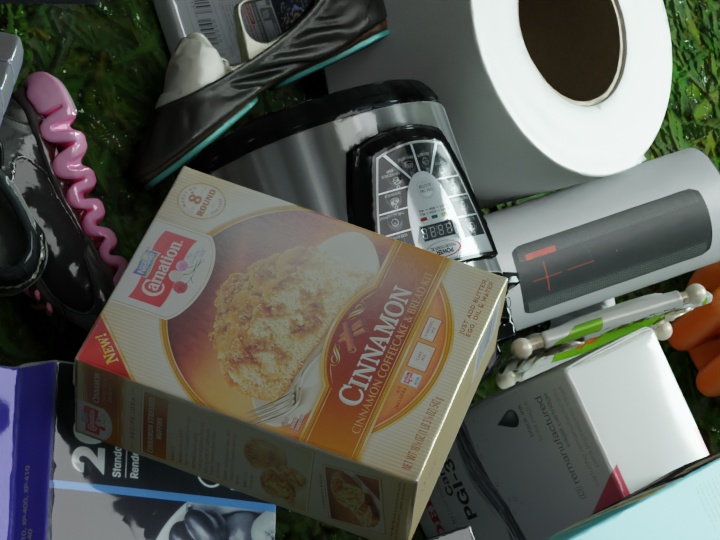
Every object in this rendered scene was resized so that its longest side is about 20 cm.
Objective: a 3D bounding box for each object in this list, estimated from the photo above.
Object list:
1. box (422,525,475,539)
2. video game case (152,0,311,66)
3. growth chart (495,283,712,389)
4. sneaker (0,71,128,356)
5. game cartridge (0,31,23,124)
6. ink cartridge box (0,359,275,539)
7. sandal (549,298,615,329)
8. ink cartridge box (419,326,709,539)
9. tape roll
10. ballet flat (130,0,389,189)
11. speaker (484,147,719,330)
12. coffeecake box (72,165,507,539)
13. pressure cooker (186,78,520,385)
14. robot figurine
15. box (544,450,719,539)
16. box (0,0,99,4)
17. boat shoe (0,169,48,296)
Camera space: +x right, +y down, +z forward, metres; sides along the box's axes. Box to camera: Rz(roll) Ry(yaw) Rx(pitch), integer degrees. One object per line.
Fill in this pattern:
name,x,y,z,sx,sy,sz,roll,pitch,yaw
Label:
box,0.020,0.237,1.626,0.079,0.200,0.142,-16,83,-23
video game case,-0.076,-0.230,1.872,0.181,0.023,0.201,-11,78,-40
growth chart,0.153,0.039,1.774,0.144,0.200,0.018,-17,82,-5
sneaker,-0.192,-0.013,1.669,0.095,0.079,0.201,-17,82,-19
game cartridge,-0.298,-0.096,1.569,0.199,0.038,0.130,12,54,5
ink cartridge box,-0.143,0.153,1.599,0.199,0.043,0.199,8,75,-25
sandal,0.166,0.098,1.888,0.059,0.079,0.208,23,56,-29
ink cartridge box,0.125,0.139,1.758,0.083,0.200,0.147,-23,86,-38
tape roll,0.091,-0.147,1.870,0.202,0.139,0.204,13,71,-44
ballet flat,-0.075,-0.129,1.774,0.200,0.068,0.069,-34,96,-19
speaker,0.143,-0.016,1.871,0.199,0.081,0.082,-18,82,-17
coffeecake box,-0.039,0.047,1.572,0.199,0.073,0.154,19,52,9
pressure cooker,-0.001,0.001,1.735,0.179,0.175,0.201,13,57,-76
robot figurine,0.307,0.029,2.005,0.200,0.144,0.117,-21,125,-41
box,0.153,0.153,1.577,0.200,0.082,0.049,-21,85,-46
box,-0.265,-0.213,1.646,0.199,0.049,0.161,-4,36,-39
boat shoe,-0.253,-0.069,1.610,0.200,0.060,0.076,41,81,0
